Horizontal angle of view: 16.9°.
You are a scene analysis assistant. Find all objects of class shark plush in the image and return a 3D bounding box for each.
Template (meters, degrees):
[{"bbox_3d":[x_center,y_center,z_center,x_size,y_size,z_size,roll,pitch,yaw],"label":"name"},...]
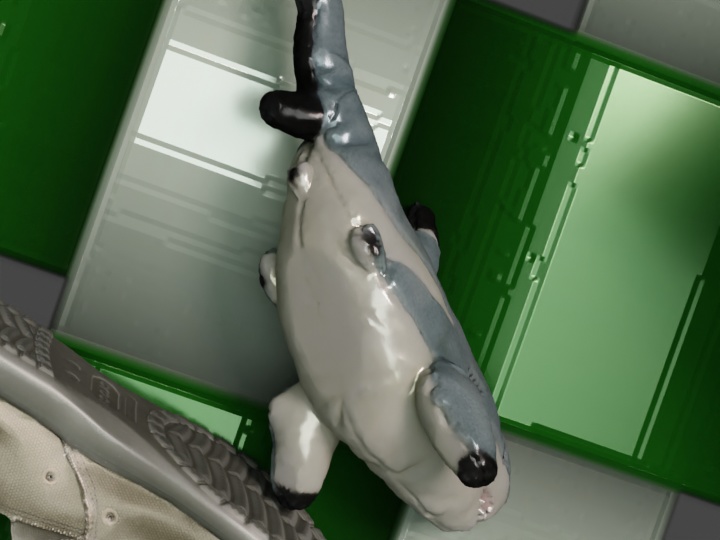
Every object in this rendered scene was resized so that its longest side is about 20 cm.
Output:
[{"bbox_3d":[0.000,0.000,0.858,0.091,0.083,0.201,-26,88,37],"label":"shark plush"}]

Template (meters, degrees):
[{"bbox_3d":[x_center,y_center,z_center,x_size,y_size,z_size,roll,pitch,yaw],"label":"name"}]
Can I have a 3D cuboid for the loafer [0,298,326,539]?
[{"bbox_3d":[-0.089,0.081,0.847,0.200,0.075,0.070,36,100,-5],"label":"loafer"}]
